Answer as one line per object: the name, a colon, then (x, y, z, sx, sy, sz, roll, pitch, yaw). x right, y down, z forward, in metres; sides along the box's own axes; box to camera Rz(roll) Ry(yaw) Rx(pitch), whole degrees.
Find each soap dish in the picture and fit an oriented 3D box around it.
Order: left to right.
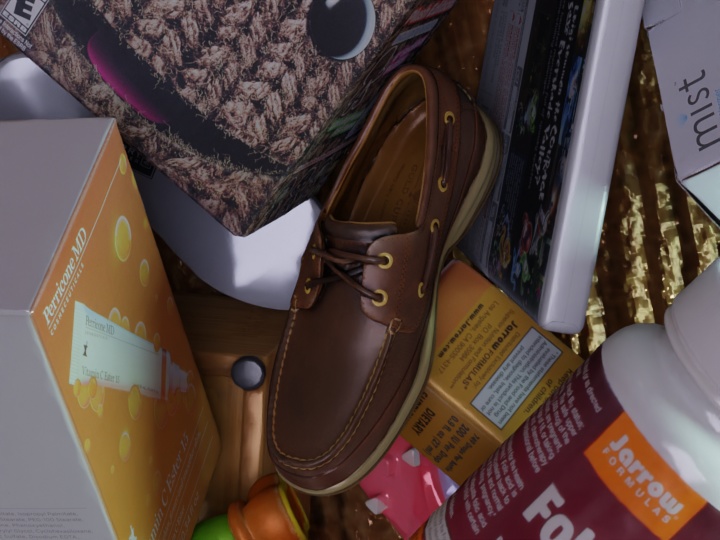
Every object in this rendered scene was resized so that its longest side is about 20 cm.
soap dish: (-0.104, 0.112, 1.198, 0.156, 0.081, 0.202, 5, 99, 9)

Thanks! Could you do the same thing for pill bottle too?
pill bottle: (0.117, 0.096, 1.013, 0.114, 0.114, 0.200, 43, 111, 1)

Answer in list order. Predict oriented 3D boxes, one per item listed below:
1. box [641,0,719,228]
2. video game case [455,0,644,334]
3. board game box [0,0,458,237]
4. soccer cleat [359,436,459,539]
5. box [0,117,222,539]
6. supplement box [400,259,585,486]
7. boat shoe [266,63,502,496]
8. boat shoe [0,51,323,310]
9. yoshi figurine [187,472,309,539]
box: (0.211, -0.128, 1.012, 0.176, 0.201, 0.097, -28, 138, 26)
video game case: (0.087, -0.089, 1.086, 0.023, 0.182, 0.201, 8, 101, -12)
board game box: (-0.042, -0.147, 1.073, 0.159, 0.097, 0.200, 39, 113, 6)
soccer cleat: (0.047, 0.106, 1.188, 0.067, 0.076, 0.201, -40, 73, 40)
box: (-0.140, 0.050, 1.042, 0.097, 0.125, 0.201, -1, 132, 17)
supplement box: (0.095, 0.089, 1.124, 0.200, 0.067, 0.069, 38, 62, 4)
boat shoe: (0.001, 0.000, 1.072, 0.072, 0.068, 0.201, 12, 71, 28)
boat shoe: (-0.092, -0.050, 1.183, 0.199, 0.057, 0.069, 32, 101, 3)
yoshi figurine: (-0.101, 0.181, 1.134, 0.199, 0.113, 0.112, -31, 133, -1)
